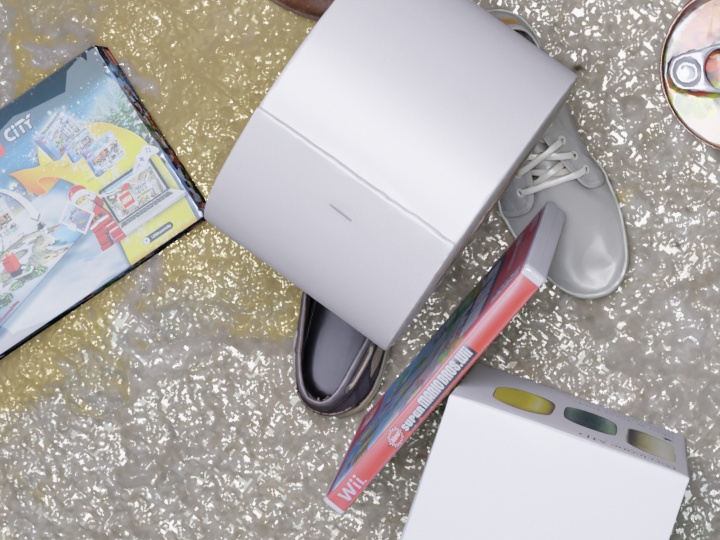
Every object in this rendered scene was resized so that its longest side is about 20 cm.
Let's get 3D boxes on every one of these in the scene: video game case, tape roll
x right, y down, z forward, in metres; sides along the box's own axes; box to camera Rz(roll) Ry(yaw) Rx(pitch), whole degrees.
[{"bbox_3d":[0.054,0.052,1.381,0.017,0.143,0.200,38,110,-3],"label":"video game case"},{"bbox_3d":[0.019,-0.072,1.324,0.139,0.203,0.203,35,97,2],"label":"tape roll"}]

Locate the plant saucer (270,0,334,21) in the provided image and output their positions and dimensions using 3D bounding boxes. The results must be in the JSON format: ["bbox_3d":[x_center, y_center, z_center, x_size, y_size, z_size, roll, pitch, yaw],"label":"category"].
[{"bbox_3d":[-0.042,-0.250,1.402,0.200,0.201,0.037,44,58,4],"label":"plant saucer"}]

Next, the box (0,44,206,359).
[{"bbox_3d":[-0.218,-0.039,1.488,0.199,0.038,0.137,-33,88,8],"label":"box"}]

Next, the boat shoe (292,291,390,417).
[{"bbox_3d":[0.000,0.000,1.441,0.074,0.073,0.201,9,94,7],"label":"boat shoe"}]

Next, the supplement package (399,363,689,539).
[{"bbox_3d":[0.110,0.159,1.369,0.151,0.200,0.151,19,95,6],"label":"supplement package"}]

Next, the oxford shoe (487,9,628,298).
[{"bbox_3d":[0.115,-0.074,1.430,0.075,0.058,0.201,-22,92,5],"label":"oxford shoe"}]

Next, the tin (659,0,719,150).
[{"bbox_3d":[0.291,-0.133,1.412,0.199,0.042,0.113,-4,88,8],"label":"tin"}]
